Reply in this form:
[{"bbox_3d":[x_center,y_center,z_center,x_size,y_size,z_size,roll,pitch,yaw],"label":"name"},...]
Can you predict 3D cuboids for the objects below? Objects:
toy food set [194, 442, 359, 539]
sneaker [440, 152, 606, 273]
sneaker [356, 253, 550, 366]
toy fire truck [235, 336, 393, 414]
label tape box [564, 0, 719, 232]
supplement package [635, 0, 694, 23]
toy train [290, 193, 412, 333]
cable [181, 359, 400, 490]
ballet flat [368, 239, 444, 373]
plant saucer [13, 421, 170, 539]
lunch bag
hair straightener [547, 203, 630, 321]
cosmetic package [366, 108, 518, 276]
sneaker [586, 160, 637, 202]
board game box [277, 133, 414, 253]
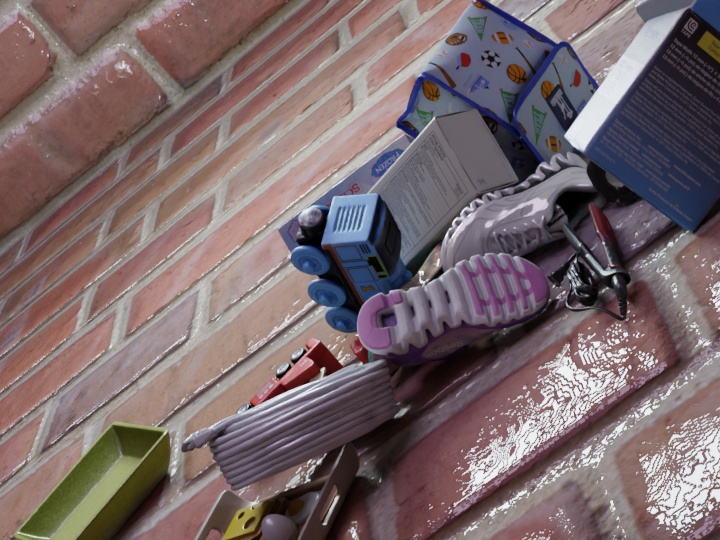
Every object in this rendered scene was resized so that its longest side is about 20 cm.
[{"bbox_3d":[-0.098,0.252,1.471,0.199,0.061,0.144,-24,26,39],"label":"toy food set"},{"bbox_3d":[0.174,-0.051,1.572,0.199,0.076,0.081,-35,33,-6],"label":"sneaker"},{"bbox_3d":[0.099,0.048,1.507,0.198,0.089,0.081,-17,55,10],"label":"sneaker"},{"bbox_3d":[-0.052,0.135,1.650,0.200,0.049,0.141,-45,21,-8],"label":"toy fire truck"},{"bbox_3d":[0.309,-0.160,1.378,0.201,0.143,0.066,-55,20,7],"label":"label tape box"},{"bbox_3d":[0.420,-0.319,1.569,0.190,0.147,0.201,-27,25,35],"label":"supplement package"},{"bbox_3d":[0.000,0.000,1.641,0.113,0.201,0.087,-2,50,24],"label":"toy train"},{"bbox_3d":[-0.056,0.153,1.486,0.199,0.070,0.199,-25,-3,35],"label":"cable"},{"bbox_3d":[0.077,0.036,1.600,0.067,0.068,0.201,2,45,37],"label":"ballet flat"},{"bbox_3d":[-0.327,0.284,1.860,0.200,0.048,0.199,-50,21,-22],"label":"plant saucer"},{"bbox_3d":[0.172,-0.200,1.726,0.171,0.199,0.124,-54,-5,-35],"label":"lunch bag"},{"bbox_3d":[0.223,0.003,1.438,0.077,0.041,0.201,-37,24,14],"label":"hair straightener"},{"bbox_3d":[0.080,-0.082,1.679,0.073,0.104,0.200,-16,-20,-41],"label":"cosmetic package"},{"bbox_3d":[0.316,-0.153,1.503,0.200,0.077,0.089,-37,9,42],"label":"sneaker"},{"bbox_3d":[0.021,-0.084,1.838,0.199,0.041,0.200,-36,-15,17],"label":"board game box"}]
